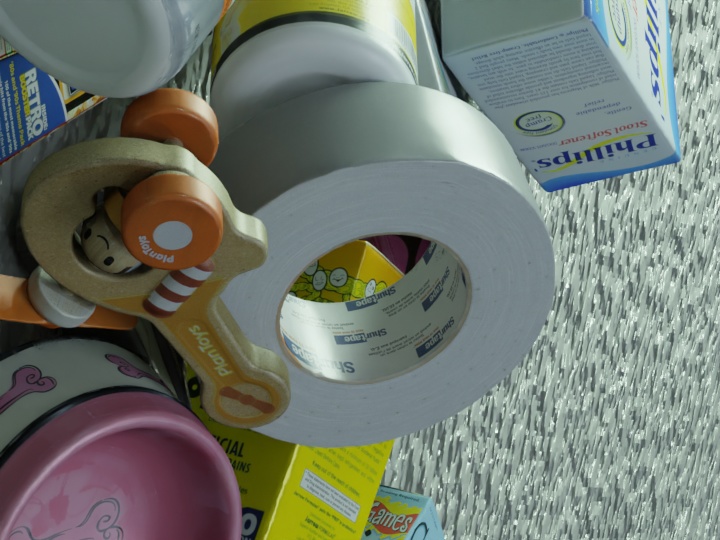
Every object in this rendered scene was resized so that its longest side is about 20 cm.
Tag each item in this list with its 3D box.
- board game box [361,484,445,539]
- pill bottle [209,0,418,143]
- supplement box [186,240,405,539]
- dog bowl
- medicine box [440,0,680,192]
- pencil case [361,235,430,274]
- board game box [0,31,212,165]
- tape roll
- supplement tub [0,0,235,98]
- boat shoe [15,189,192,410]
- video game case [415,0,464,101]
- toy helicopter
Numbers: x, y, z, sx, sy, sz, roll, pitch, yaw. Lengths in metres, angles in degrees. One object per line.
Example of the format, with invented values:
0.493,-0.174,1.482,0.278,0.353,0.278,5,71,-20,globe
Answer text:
-0.032,0.237,1.477,0.200,0.103,0.105,-55,142,-35,board game box
-0.025,-0.143,1.294,0.201,0.111,0.112,-91,167,-48,pill bottle
-0.050,0.084,1.388,0.109,0.108,0.201,41,64,-57,supplement box
-0.144,0.139,1.190,0.199,0.074,0.201,-20,121,-39,dog bowl
0.131,-0.182,1.555,0.200,0.102,0.183,45,39,-55,medicine box
0.026,-0.010,1.509,0.094,0.090,0.201,-61,144,-37,pencil case
-0.155,-0.157,1.187,0.200,0.046,0.152,-38,131,-49,board game box
0.000,0.000,1.237,0.066,0.199,0.201,-111,179,-46,tape roll
-0.090,-0.188,1.119,0.200,0.122,0.123,-57,144,-34,supplement tub
-0.121,0.026,1.281,0.073,0.074,0.201,-51,142,-38,boat shoe
0.061,-0.066,1.476,0.182,0.022,0.201,54,21,-70,video game case
-0.099,0.015,1.139,0.079,0.132,0.200,-97,161,-46,toy helicopter
